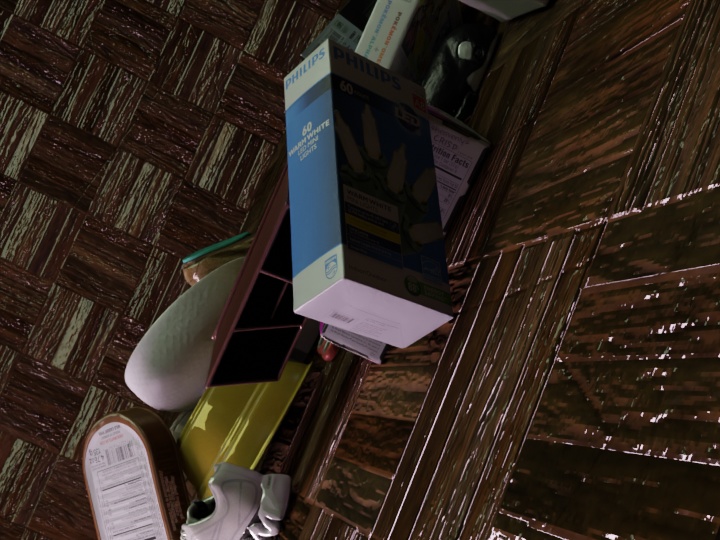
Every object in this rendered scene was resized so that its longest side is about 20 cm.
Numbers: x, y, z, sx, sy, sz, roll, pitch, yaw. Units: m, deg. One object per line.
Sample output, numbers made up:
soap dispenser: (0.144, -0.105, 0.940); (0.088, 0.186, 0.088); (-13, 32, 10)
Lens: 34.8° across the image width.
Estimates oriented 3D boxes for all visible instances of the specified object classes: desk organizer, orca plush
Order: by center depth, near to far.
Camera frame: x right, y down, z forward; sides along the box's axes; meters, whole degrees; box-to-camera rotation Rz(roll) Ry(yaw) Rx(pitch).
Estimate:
desk organizer: (-0.065, 0.014, 0.969); (0.077, 0.071, 0.202); (-89, 22, -58)
orca plush: (0.052, -0.148, 1.076); (0.201, 0.070, 0.106); (-59, 12, 33)

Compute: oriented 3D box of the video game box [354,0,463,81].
video game box: (0.042, -0.208, 1.146); (0.184, 0.046, 0.200); (-64, -13, -5)

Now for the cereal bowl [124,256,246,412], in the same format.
cereal bowl: (-0.159, 0.084, 1.265); (0.200, 0.083, 0.200); (-43, -12, -11)

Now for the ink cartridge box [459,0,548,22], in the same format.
ink cartridge box: (0.146, -0.321, 0.962); (0.202, 0.082, 0.147); (-64, 10, 3)

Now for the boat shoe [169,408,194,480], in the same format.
boat shoe: (-0.213, 0.223, 1.269); (0.200, 0.072, 0.063); (-44, -28, -45)

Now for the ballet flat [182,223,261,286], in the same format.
ballet flat: (-0.112, -0.025, 1.348); (0.198, 0.073, 0.068); (-29, 9, 1)

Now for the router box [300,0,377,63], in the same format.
router box: (0.021, -0.255, 1.256); (0.200, 0.052, 0.157); (-49, -12, -11)

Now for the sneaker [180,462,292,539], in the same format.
sneaker: (-0.135, 0.258, 1.067); (0.075, 0.080, 0.202); (-91, 26, -64)

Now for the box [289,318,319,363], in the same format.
box: (-0.096, 0.098, 1.350); (0.202, 0.041, 0.156); (-61, 11, 19)

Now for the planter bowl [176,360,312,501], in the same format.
planter bowl: (-0.132, 0.160, 1.169); (0.202, 0.083, 0.200); (-59, 1, 2)

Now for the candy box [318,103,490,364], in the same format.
candy box: (0.029, -0.039, 0.967); (0.202, 0.060, 0.136); (-63, 10, 10)

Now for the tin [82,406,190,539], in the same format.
tin: (-0.220, 0.238, 1.141); (0.111, 0.042, 0.203); (-23, 78, 38)

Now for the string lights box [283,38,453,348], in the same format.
string lights box: (0.003, -0.056, 0.829); (0.059, 0.102, 0.203); (-33, 50, 40)

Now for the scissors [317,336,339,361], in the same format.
scissors: (0.000, 0.000, 1.172); (0.202, 0.014, 0.073); (-67, 8, -12)

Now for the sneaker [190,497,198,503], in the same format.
sneaker: (-0.193, 0.275, 1.248); (0.200, 0.104, 0.077); (-100, 34, -72)
